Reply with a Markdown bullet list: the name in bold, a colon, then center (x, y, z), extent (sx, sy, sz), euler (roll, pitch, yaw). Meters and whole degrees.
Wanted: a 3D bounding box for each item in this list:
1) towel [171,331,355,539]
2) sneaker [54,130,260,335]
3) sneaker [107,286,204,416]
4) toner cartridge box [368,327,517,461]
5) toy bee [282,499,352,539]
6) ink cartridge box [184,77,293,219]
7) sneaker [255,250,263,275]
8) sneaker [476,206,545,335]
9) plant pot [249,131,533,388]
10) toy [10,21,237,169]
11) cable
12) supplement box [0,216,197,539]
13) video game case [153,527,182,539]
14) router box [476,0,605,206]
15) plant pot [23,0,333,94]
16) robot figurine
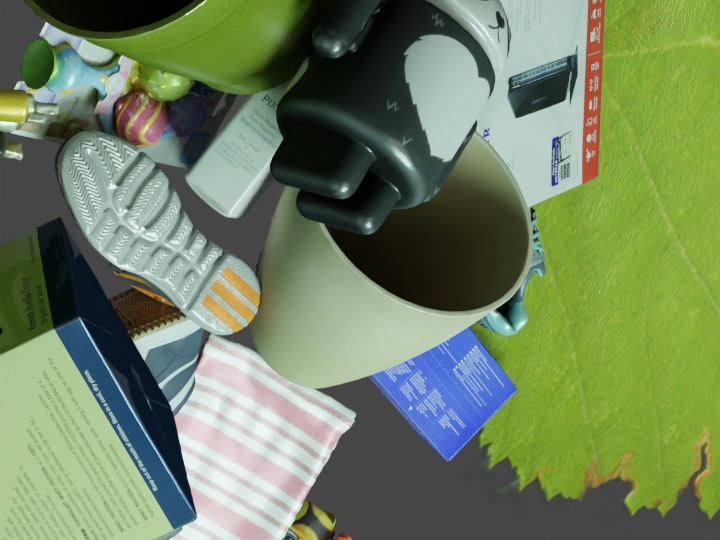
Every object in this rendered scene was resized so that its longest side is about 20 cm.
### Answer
- **towel**: center (-0.111, 0.167, 1.852), extent (0.146, 0.030, 0.201), euler (29, 99, -16)
- **sneaker**: center (-0.169, -0.027, 1.660), extent (0.078, 0.112, 0.200), euler (-49, 119, -16)
- **sneaker**: center (-0.206, 0.082, 1.727), extent (0.199, 0.070, 0.109), euler (-18, 135, -29)
- **toner cartridge box**: center (0.060, 0.082, 1.992), extent (0.095, 0.043, 0.200), euler (-46, 140, -6)
- **toy bee**: center (-0.064, 0.241, 1.933), extent (0.131, 0.108, 0.201), euler (-56, 157, -25)
- **ink cartridge box**: center (-0.047, -0.128, 1.662), extent (0.200, 0.057, 0.163), euler (-47, 180, 1)
- **sneaker**: center (0.001, -0.025, 1.834), extent (0.200, 0.074, 0.080), euler (-37, 143, -15)
- **sneaker**: center (0.130, -0.034, 1.932), extent (0.077, 0.086, 0.201), euler (-19, 131, -31)
- **plant pot**: center (0.000, 0.000, 1.677), extent (0.186, 0.188, 0.200), euler (-12, 157, -36)
- **toy**: center (-0.157, -0.127, 1.628), extent (0.199, 0.047, 0.116), euler (11, 115, -45)
- **cable**: center (-0.309, -0.106, 1.522), extent (0.199, 0.051, 0.097), euler (15, 145, -32)
- **supplement box**: center (-0.251, 0.110, 1.582), extent (0.199, 0.135, 0.201), euler (-25, 124, 2)
- **video game case**: center (-0.252, 0.197, 1.673), extent (0.180, 0.200, 0.026), euler (-34, 123, -17)
- **router box**: center (0.127, -0.152, 1.806), extent (0.179, 0.049, 0.202), euler (-24, 121, -47)
- **plant pot**: center (-0.107, -0.214, 1.517), extent (0.201, 0.200, 0.193), euler (-51, 151, 1)
- **robot figurine**: center (0.022, -0.123, 1.534), extent (0.201, 0.124, 0.150), euler (-58, 179, -20)
